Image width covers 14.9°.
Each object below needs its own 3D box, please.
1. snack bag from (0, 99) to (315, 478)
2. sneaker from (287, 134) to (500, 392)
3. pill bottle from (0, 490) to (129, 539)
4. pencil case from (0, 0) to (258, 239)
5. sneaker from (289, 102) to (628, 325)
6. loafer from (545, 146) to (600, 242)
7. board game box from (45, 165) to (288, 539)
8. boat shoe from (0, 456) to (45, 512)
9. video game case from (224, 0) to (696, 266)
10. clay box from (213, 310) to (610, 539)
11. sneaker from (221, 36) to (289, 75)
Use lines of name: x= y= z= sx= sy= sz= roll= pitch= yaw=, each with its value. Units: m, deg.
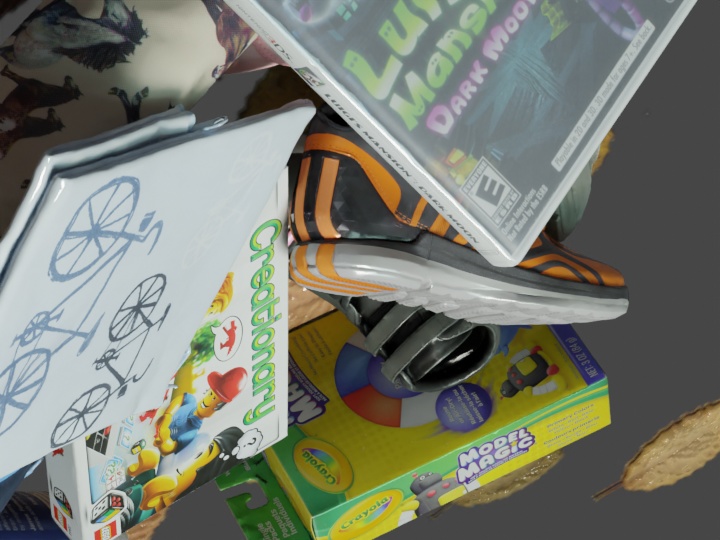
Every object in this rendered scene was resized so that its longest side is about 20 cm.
snack bag: x=-0.107 y=0.008 z=1.157 sx=0.200 sy=0.021 sz=0.189 roll=-23 pitch=147 yaw=-56
sneaker: x=0.000 y=0.000 z=1.360 sx=0.071 sy=0.099 sz=0.200 roll=-45 pitch=140 yaw=20
pill bottle: x=-0.220 y=0.165 z=1.376 sx=0.200 sy=0.111 sz=0.111 roll=5 pitch=130 yaw=-40
pencil case: x=-0.116 y=-0.083 z=1.143 sx=0.200 sy=0.089 sz=0.078 roll=-50 pitch=165 yaw=-13
sneaker: x=0.055 y=-0.036 z=1.312 sx=0.200 sy=0.112 sz=0.077 roll=13 pitch=167 yaw=-41
loafer: x=0.081 y=-0.103 z=1.342 sx=0.200 sy=0.070 sz=0.070 roll=82 pitch=29 yaw=-44
board game box: x=-0.093 y=0.037 z=1.300 sx=0.126 sy=0.035 sz=0.200 roll=-30 pitch=146 yaw=-25
boat shoe: x=-0.213 y=0.110 z=1.292 sx=0.200 sy=0.084 sz=0.069 roll=-52 pitch=173 yaw=-51
video game case: x=0.057 y=-0.135 z=1.172 sx=0.182 sy=0.023 sz=0.200 roll=43 pitch=71 yaw=-24
clay box: x=0.017 y=0.070 z=1.441 sx=0.200 sy=0.115 sz=0.048 roll=-25 pitch=142 yaw=-12
sneaker: x=0.023 y=-0.101 z=1.231 sx=0.200 sy=0.075 sz=0.105 roll=-21 pitch=98 yaw=-1
